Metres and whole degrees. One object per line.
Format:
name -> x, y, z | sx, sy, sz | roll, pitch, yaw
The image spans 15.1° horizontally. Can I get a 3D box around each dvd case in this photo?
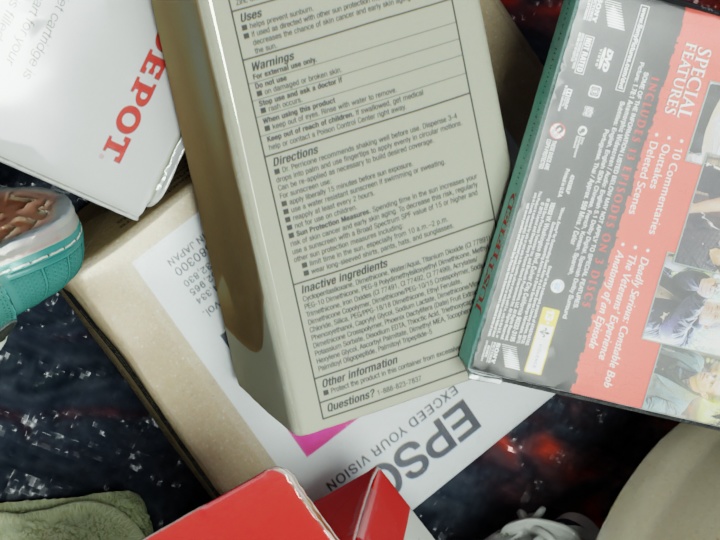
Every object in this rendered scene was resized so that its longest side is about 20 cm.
dvd case -> 0.148, -0.012, 0.965 | 0.199, 0.022, 0.146 | 13, 101, -13

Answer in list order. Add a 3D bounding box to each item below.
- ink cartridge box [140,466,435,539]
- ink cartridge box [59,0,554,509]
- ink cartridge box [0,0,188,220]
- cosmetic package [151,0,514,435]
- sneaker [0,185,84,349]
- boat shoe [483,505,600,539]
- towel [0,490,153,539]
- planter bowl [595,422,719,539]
ink cartridge box -> -0.009, 0.156, 1.001 | 0.116, 0.067, 0.200 | -30, 107, 21
ink cartridge box -> 0.000, 0.000, 1.062 | 0.200, 0.075, 0.165 | -39, 109, -9
ink cartridge box -> -0.144, -0.127, 0.981 | 0.200, 0.086, 0.147 | 24, 92, -24
cosmetic package -> -0.009, -0.055, 0.963 | 0.105, 0.071, 0.201 | -16, 109, -17
sneaker -> -0.182, 0.038, 1.001 | 0.200, 0.071, 0.080 | -25, 115, 8
boat shoe -> 0.073, 0.128, 1.102 | 0.200, 0.073, 0.066 | 19, 91, -46
towel -> -0.129, 0.180, 1.021 | 0.148, 0.037, 0.200 | -10, 65, -15
planter bowl -> 0.187, 0.163, 1.080 | 0.200, 0.134, 0.201 | -20, 115, -49
